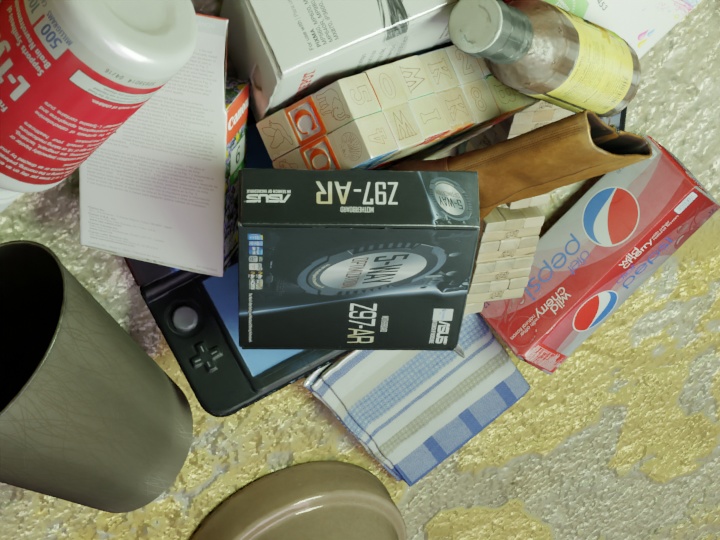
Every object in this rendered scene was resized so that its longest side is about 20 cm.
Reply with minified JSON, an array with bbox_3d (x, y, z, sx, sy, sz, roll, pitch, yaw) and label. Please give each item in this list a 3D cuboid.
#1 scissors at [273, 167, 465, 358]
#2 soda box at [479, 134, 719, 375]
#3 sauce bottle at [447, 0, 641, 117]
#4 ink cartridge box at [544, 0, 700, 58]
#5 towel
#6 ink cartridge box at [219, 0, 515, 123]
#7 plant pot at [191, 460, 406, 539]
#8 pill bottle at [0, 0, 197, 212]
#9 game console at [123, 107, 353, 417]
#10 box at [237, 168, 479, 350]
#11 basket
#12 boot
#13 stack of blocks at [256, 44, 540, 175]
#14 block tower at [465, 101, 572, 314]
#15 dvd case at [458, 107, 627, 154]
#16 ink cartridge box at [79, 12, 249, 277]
[{"bbox_3d":[0.000,0.000,1.740,0.073,0.014,0.200,-34,107,-8],"label":"scissors"},{"bbox_3d":[0.190,-0.012,1.920,0.200,0.070,0.063,-45,150,11],"label":"soda box"},{"bbox_3d":[0.124,-0.148,1.600,0.065,0.065,0.200,-48,154,15],"label":"sauce bottle"},{"bbox_3d":[0.202,-0.238,1.711,0.200,0.067,0.117,-44,132,4],"label":"ink cartridge box"},{"bbox_3d":[0.049,0.091,1.969,0.147,0.024,0.200,-38,139,1],"label":"towel"},{"bbox_3d":[0.011,-0.185,1.602,0.200,0.084,0.144,-24,174,-11],"label":"ink cartridge box"},{"bbox_3d":[-0.031,0.289,1.988,0.200,0.175,0.200,-16,135,-17],"label":"plant pot"},{"bbox_3d":[-0.205,-0.122,1.529,0.112,0.112,0.200,16,137,-40],"label":"pill bottle"},{"bbox_3d":[-0.064,-0.018,1.736,0.200,0.172,0.119,-28,164,-6],"label":"game console"},{"bbox_3d":[-0.005,-0.005,1.635,0.160,0.044,0.200,1,154,-3],"label":"box"},{"bbox_3d":[-0.224,0.094,1.727,0.180,0.136,0.200,-45,140,5],"label":"basket"},{"bbox_3d":[0.110,-0.066,1.687,0.200,0.069,0.188,-20,160,22],"label":"boot"},{"bbox_3d":[0.022,-0.106,1.657,0.115,0.059,0.200,-26,177,43],"label":"stack of blocks"},{"bbox_3d":[0.110,-0.063,1.815,0.058,0.054,0.200,-7,131,-26],"label":"block tower"},{"bbox_3d":[0.142,-0.147,1.812,0.143,0.018,0.200,-17,134,-19],"label":"dvd case"},{"bbox_3d":[-0.134,-0.100,1.617,0.109,0.050,0.200,12,123,13],"label":"ink cartridge box"}]
